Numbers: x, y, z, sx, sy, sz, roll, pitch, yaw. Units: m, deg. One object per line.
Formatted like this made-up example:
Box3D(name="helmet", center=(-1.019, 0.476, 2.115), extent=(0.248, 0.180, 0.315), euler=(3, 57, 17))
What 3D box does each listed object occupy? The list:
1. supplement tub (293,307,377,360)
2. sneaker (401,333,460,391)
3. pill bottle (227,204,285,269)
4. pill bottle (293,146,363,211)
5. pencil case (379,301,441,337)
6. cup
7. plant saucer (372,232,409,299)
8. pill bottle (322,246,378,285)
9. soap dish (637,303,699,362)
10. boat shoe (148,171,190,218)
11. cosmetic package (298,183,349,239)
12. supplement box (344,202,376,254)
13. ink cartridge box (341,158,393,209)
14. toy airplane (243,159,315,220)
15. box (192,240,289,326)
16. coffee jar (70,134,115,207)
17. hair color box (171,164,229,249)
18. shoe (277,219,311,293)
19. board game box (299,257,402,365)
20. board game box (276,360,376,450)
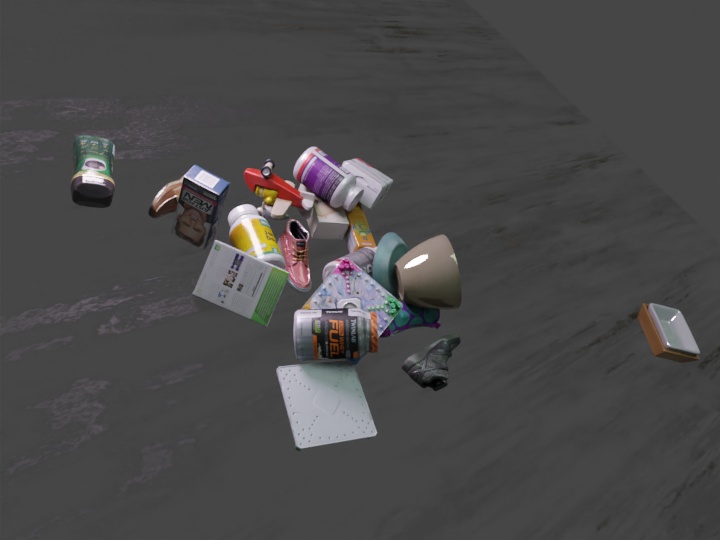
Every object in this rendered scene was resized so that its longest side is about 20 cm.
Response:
Box3D(name="supplement tub", center=(-0.058, 0.152, 1.439), extent=(0.197, 0.123, 0.123), euler=(-3, 49, -1))
Box3D(name="sneaker", center=(0.210, 0.246, 1.576), extent=(0.198, 0.076, 0.114), euler=(-25, 67, -38))
Box3D(name="pill bottle", center=(-0.279, -0.072, 1.572), extent=(0.112, 0.113, 0.201), euler=(-7, 54, -32))
Box3D(name="pill bottle", center=(-0.091, -0.261, 1.741), extent=(0.199, 0.113, 0.112), euler=(38, 44, 8))
Box3D(name="pencil case", center=(0.122, 0.129, 1.625), extent=(0.198, 0.085, 0.093), euler=(-8, 54, -34))
Box3D(name="cup", center=(0.170, 0.018, 1.586), extent=(0.142, 0.201, 0.202), euler=(-12, 53, -6))
Box3D(name="plant saucer", center=(0.096, -0.004, 1.664), extent=(0.036, 0.202, 0.200), euler=(5, 33, 30))
Box3D(name="pill bottle", center=(0.000, 0.000, 1.658), extent=(0.199, 0.111, 0.111), euler=(-26, 66, -41))
Box3D(name="soap dish", center=(1.048, 0.216, 2.046), extent=(0.156, 0.082, 0.201), euler=(13, 46, -18))
Box3D(name="boat shoe", center=(-0.482, -0.197, 1.607), extent=(0.074, 0.076, 0.200), euler=(35, 44, 1))
Box3D(name="cosmetic package", center=(-0.112, -0.191, 1.800), extent=(0.102, 0.073, 0.201), euler=(1, 50, -27))
Box3D(name="supplement box", center=(-0.014, -0.124, 1.796), extent=(0.066, 0.069, 0.201), euler=(1, 52, -27))
Box3D(name="ink cartridge box", center=(0.011, -0.277, 1.882), extent=(0.145, 0.084, 0.200), euler=(34, 18, 3))
Box3D(name="toy airplane", center=(-0.226, -0.202, 1.702), extent=(0.199, 0.141, 0.200), euler=(5, 41, -54))
Box3D(name="box", center=(-0.290, 0.031, 1.462), extent=(0.198, 0.146, 0.036), euler=(24, 2, -5))
Box3D(name="coffee jar", center=(-0.686, -0.252, 1.537), extent=(0.103, 0.086, 0.201), euler=(6, 48, -28))
Box3D(name="hair color box", center=(-0.407, -0.156, 1.515), extent=(0.099, 0.201, 0.061), euler=(27, 43, -2))
Box3D(name="shoe", center=(-0.171, -0.041, 1.617), extent=(0.071, 0.091, 0.201), euler=(-1, 52, -29))
Box3D(name="board game box", center=(-0.026, 0.101, 1.525), extent=(0.199, 0.026, 0.200), euler=(39, 82, 7))
Box3D(name="board game box", center=(-0.082, 0.308, 1.386), extent=(0.198, 0.026, 0.201), euler=(-1, 52, -29))
